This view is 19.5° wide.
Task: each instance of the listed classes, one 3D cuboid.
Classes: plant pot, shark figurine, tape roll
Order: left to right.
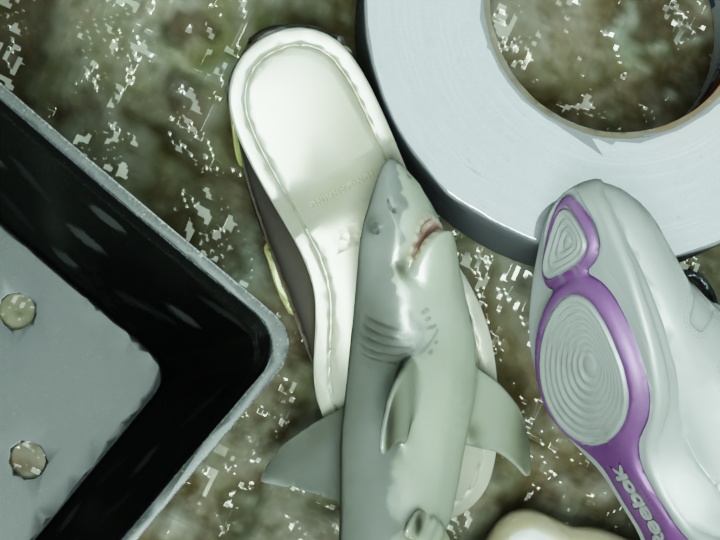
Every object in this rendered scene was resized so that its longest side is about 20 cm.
[{"bbox_3d":[-0.159,0.042,0.750,0.200,0.177,0.200,40,85,2],"label":"plant pot"},{"bbox_3d":[-0.010,0.083,0.749,0.089,0.128,0.216,-3,50,32],"label":"shark figurine"},{"bbox_3d":[0.097,-0.100,0.828,0.198,0.066,0.202,0,85,-2],"label":"tape roll"}]

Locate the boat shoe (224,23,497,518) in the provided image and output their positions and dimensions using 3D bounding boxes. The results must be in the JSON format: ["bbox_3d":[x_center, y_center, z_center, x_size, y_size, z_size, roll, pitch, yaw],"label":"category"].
[{"bbox_3d":[0.000,0.000,0.813,0.071,0.060,0.201,-23,103,-3],"label":"boat shoe"}]

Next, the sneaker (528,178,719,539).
[{"bbox_3d":[0.130,0.054,0.783,0.099,0.075,0.201,-29,97,-30],"label":"sneaker"}]

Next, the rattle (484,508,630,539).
[{"bbox_3d":[0.110,0.177,0.773,0.200,0.143,0.130,42,70,7],"label":"rattle"}]

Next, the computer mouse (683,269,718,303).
[{"bbox_3d":[0.219,0.056,0.830,0.198,0.046,0.142,-9,86,-3],"label":"computer mouse"}]
